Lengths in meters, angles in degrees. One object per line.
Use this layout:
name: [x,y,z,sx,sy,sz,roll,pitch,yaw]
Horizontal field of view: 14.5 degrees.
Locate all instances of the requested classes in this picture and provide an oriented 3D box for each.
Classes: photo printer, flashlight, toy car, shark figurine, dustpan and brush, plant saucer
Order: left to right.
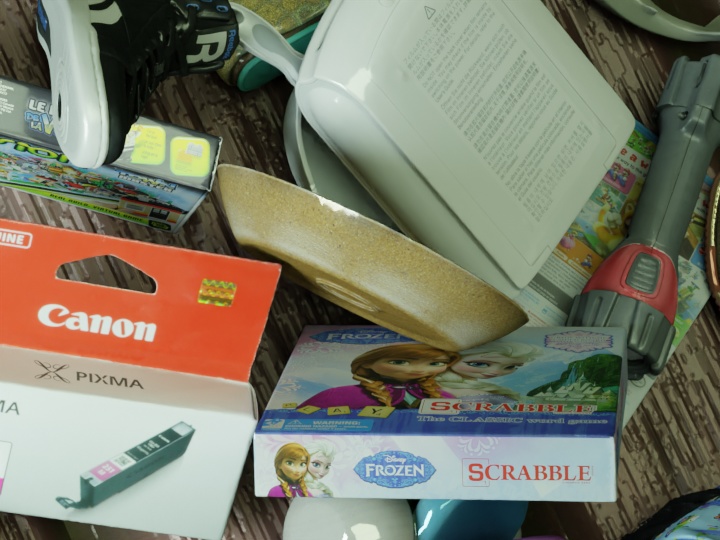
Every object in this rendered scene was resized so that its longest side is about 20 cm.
dustpan and brush: [-0.017,-0.101,1.710,0.200,0.057,0.140,34,73,-22]
plant saucer: [0.000,0.000,1.619,0.199,0.200,0.036,27,84,-8]
photo printer: [0.058,-0.103,1.698,0.200,0.069,0.167,48,58,-21]
toy car: [0.057,0.191,1.617,0.175,0.149,0.201,11,70,-53]
shark figurine: [0.163,-0.212,1.800,0.128,0.090,0.215,-34,86,-18]
flashlight: [0.186,-0.033,1.759,0.068,0.067,0.201,43,59,-43]

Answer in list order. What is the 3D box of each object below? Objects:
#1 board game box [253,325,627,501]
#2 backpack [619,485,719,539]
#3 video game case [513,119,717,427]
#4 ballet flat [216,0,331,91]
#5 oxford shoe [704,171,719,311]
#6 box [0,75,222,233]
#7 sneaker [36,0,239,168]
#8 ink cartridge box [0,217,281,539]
board game box: [0.051,0.078,1.616,0.199,0.200,0.041,0,106,6]
backpack: [0.248,0.207,1.665,0.134,0.200,0.183,-33,86,-19]
video game case: [0.145,0.002,1.781,0.143,0.018,0.200,37,71,-4]
ballet flat: [-0.009,-0.176,1.759,0.199,0.071,0.071,-24,85,-19]
oxford shoe: [0.270,0.026,1.770,0.070,0.074,0.201,-13,88,-25]
box: [-0.189,-0.075,1.660,0.199,0.110,0.035,15,74,-11]
sneaker: [-0.119,-0.124,1.595,0.111,0.073,0.200,2,33,-14]
ink cartridge box: [-0.156,0.063,1.616,0.199,0.174,0.044,9,33,-13]
